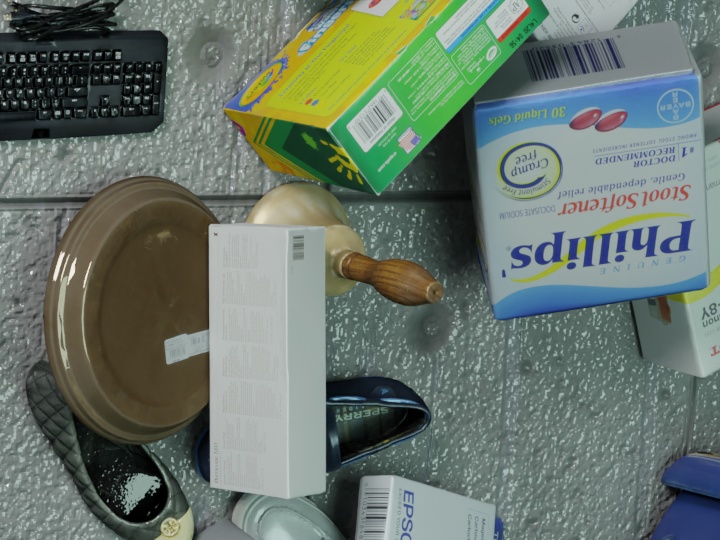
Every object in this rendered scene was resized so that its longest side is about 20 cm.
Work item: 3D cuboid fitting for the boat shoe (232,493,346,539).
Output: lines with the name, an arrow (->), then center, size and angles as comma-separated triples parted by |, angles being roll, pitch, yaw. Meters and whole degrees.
boat shoe -> -0.026, 0.249, 1.723 | 0.072, 0.068, 0.200 | -45, 120, -16

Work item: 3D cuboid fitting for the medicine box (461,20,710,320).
medicine box -> 0.179, -0.079, 1.700 | 0.181, 0.103, 0.201 | -9, 121, 0

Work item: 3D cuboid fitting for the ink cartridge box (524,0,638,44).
ink cartridge box -> 0.177, -0.273, 1.737 | 0.200, 0.076, 0.137 | -48, 121, -13

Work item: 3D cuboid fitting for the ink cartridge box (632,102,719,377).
ink cartridge box -> 0.309, -0.028, 1.870 | 0.144, 0.083, 0.201 | -25, 113, -26

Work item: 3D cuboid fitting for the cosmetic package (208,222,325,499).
cosmetic package -> -0.070, 0.066, 1.601 | 0.050, 0.082, 0.202 | -5, 97, -52

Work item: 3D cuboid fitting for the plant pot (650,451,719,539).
plant pot -> 0.378, 0.265, 1.914 | 0.199, 0.199, 0.181 | 8, 91, -33

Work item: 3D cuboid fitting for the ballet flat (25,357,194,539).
ballet flat -> -0.187, 0.146, 1.604 | 0.066, 0.057, 0.200 | -44, 120, -16

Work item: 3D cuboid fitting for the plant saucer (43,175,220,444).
plant saucer -> -0.153, 0.030, 1.582 | 0.199, 0.029, 0.202 | -5, 96, -51

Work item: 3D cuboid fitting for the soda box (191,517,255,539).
soda box -> -0.160, 0.275, 1.634 | 0.199, 0.068, 0.064 | -31, 115, -18

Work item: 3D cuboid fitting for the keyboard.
keyboard -> -0.225, -0.144, 1.529 | 0.199, 0.040, 0.105 | -6, 104, -32

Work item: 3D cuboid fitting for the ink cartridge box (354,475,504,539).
ink cartridge box -> 0.066, 0.282, 1.746 | 0.199, 0.043, 0.198 | 20, 69, -46

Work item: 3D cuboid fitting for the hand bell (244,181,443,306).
hand bell -> 0.000, 0.000, 1.607 | 0.103, 0.200, 0.105 | -8, 105, -31

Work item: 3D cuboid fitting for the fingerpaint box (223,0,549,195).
fingerpaint box -> 0.018, -0.157, 1.606 | 0.200, 0.166, 0.073 | -47, 119, -16

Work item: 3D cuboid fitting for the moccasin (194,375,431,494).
moccasin -> -0.035, 0.123, 1.690 | 0.199, 0.068, 0.081 | -20, 110, -26
